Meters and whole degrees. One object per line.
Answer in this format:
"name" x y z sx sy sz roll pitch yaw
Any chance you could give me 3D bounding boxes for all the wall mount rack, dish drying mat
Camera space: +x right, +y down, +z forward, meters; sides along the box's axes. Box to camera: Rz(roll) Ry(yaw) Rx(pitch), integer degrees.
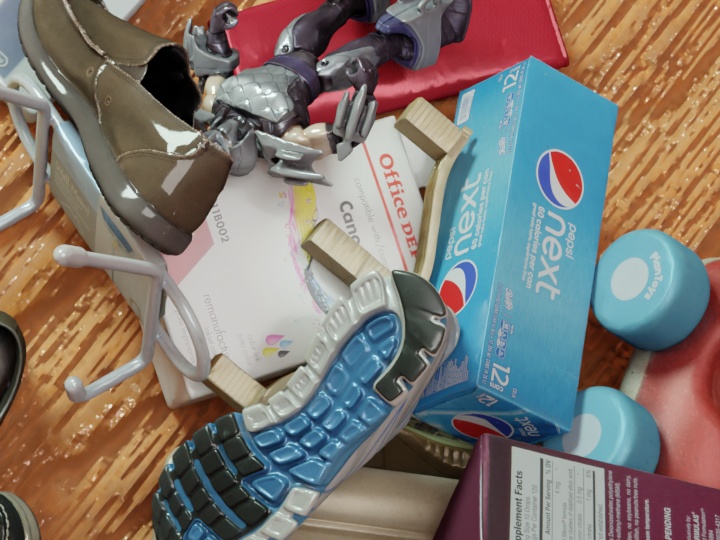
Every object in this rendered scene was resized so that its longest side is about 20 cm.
"wall mount rack" -0.154 -0.024 1.448 0.074 0.174 0.200 -28 67 -20
"dish drying mat" 0.016 -0.129 1.608 0.199 0.018 0.077 -15 84 -17

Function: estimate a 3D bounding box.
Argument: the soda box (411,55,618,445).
"soda box" 0.082 -0.008 1.522 0.068 0.064 0.201 26 60 -29

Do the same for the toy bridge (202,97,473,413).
"toy bridge" 0.000 0.000 1.506 0.067 0.027 0.200 40 75 -6

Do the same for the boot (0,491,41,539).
"boot" -0.255 0.188 1.406 0.150 0.073 0.201 26 96 -46

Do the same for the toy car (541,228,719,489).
"toy car" 0.235 0.084 1.501 0.184 0.199 0.178 31 72 -42

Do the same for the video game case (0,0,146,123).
"video game case" -0.195 -0.213 1.563 0.200 0.023 0.182 42 73 -5

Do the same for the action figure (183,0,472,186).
"action figure" -0.028 -0.112 1.528 0.130 0.070 0.200 30 53 23

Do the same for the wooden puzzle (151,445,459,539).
"wooden puzzle" -0.030 0.201 1.515 0.184 0.037 0.201 8 95 -13

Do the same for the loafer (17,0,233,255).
"loafer" -0.114 -0.092 1.475 0.071 0.073 0.200 -40 52 11

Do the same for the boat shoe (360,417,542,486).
"boat shoe" 0.035 0.112 1.557 0.199 0.063 0.074 10 104 -10

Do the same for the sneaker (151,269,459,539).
"sneaker" -0.020 0.085 1.458 0.200 0.087 0.075 -42 72 9

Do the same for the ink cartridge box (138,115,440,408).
"ink cartridge box" -0.024 -0.011 1.551 0.199 0.067 0.117 -18 86 -17

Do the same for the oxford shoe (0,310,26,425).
"oxford shoe" -0.239 0.103 1.469 0.072 0.084 0.201 30 77 -11

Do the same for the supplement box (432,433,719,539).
"supplement box" 0.138 0.169 1.455 0.199 0.111 0.086 13 45 -10
